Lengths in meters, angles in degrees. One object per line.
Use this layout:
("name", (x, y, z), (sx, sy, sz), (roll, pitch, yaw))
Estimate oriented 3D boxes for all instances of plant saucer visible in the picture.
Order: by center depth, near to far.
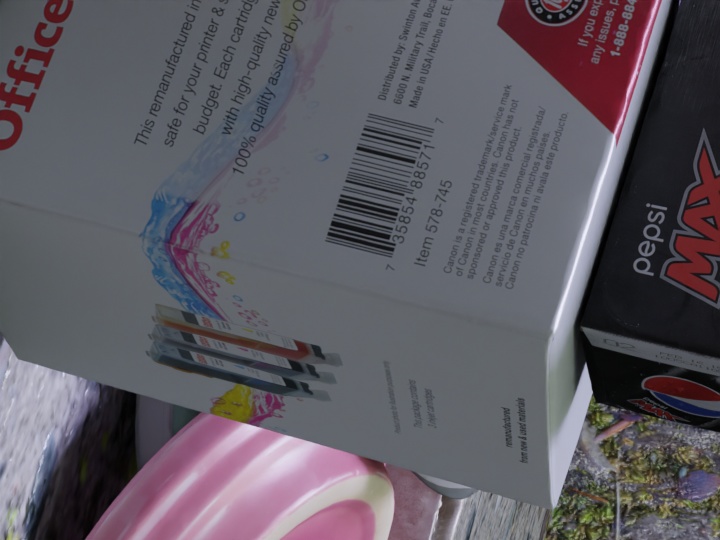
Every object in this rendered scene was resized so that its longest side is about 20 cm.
("plant saucer", (-0.053, 0.131, 1.045), (0.201, 0.051, 0.201), (-43, 156, -25))

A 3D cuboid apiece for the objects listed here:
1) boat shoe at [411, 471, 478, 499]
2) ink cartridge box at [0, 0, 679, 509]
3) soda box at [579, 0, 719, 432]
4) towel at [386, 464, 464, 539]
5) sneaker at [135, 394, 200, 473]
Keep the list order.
("boat shoe", (0.000, 0.001, 1.019), (0.065, 0.202, 0.074), (-37, -171, 21))
("ink cartridge box", (-0.013, -0.035, 0.820), (0.145, 0.200, 0.145), (81, 27, -65))
("soda box", (0.129, -0.051, 0.794), (0.063, 0.071, 0.200), (67, 39, -64))
("towel", (-0.025, 0.120, 1.163), (0.034, 0.132, 0.200), (19, 86, -68))
("sneaker", (-0.020, 0.019, 1.092), (0.074, 0.118, 0.201), (92, 17, -56))
